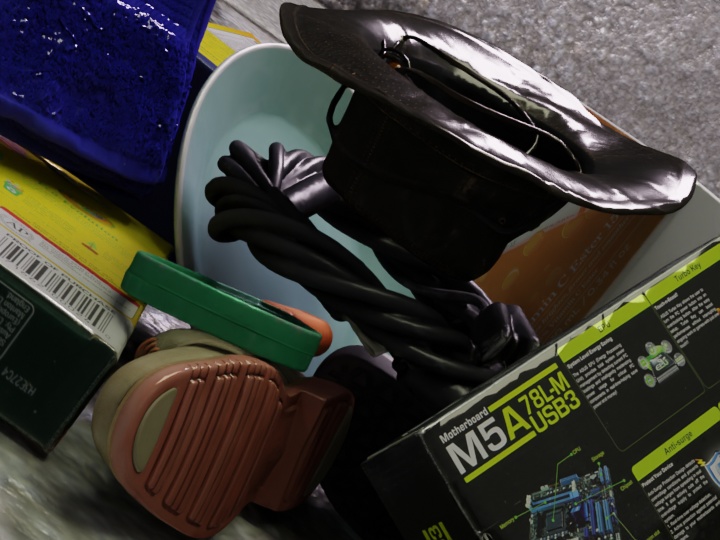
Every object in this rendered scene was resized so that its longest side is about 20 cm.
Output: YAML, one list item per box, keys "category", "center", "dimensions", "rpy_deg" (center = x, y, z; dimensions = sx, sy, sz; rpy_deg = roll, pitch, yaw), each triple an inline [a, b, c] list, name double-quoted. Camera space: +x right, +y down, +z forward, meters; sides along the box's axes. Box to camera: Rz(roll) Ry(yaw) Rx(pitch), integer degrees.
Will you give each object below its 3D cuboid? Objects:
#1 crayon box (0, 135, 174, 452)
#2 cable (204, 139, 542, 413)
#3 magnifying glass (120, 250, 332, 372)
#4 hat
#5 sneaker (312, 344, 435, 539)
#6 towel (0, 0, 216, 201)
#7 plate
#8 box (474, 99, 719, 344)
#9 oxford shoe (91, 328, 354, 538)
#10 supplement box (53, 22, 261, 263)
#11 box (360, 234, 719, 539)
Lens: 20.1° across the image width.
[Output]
- category: "crayon box"
  center: [-0.146, -0.008, 0.824]
  dimensions: [0.127, 0.051, 0.200]
  rpy_deg: [37, 11, -5]
- category: "cable"
  center: [0.000, 0.000, 0.900]
  dimensions: [0.163, 0.051, 0.200]
  rpy_deg: [29, 15, -16]
- category: "magnifying glass"
  center: [-0.043, 0.020, 0.843]
  dimensions: [0.079, 0.023, 0.200]
  rpy_deg: [25, -2, 12]
- category: "hat"
  center: [0.043, -0.043, 0.876]
  dimensions: [0.200, 0.081, 0.201]
  rpy_deg: [22, 17, -7]
- category: "sneaker"
  center: [0.053, 0.106, 0.931]
  dimensions: [0.200, 0.072, 0.083]
  rpy_deg: [44, 20, -9]
- category: "towel"
  center: [-0.106, -0.143, 0.875]
  dimensions: [0.049, 0.201, 0.147]
  rpy_deg: [9, -11, 36]
- category: "plate"
  center: [-0.034, -0.008, 0.977]
  dimensions: [0.025, 0.201, 0.200]
  rpy_deg: [-8, -19, 33]
- category: "box"
  center: [0.125, 0.007, 0.997]
  dimensions: [0.097, 0.125, 0.200]
  rpy_deg: [36, 6, -18]
- category: "oxford shoe"
  center: [-0.067, 0.057, 0.795]
  dimensions: [0.074, 0.071, 0.200]
  rpy_deg: [27, 0, 18]
- category: "supplement box"
  center: [-0.084, -0.064, 1.119]
  dimensions: [0.109, 0.110, 0.200]
  rpy_deg: [39, 11, 12]
- category: "box"
  center: [0.123, 0.108, 0.783]
  dimensions: [0.200, 0.047, 0.194]
  rpy_deg: [-30, 85, -40]
